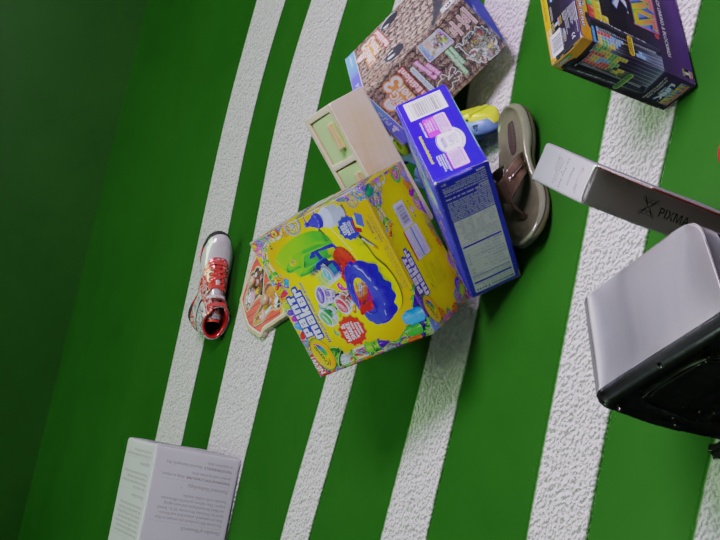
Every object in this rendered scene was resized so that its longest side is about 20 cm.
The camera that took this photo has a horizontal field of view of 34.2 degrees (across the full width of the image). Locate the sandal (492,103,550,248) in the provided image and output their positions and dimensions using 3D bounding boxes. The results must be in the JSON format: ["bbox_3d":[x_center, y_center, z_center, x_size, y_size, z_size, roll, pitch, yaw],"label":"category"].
[{"bbox_3d":[0.189,-0.119,1.483,0.080,0.057,0.203,-39,50,50],"label":"sandal"}]

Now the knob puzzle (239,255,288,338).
[{"bbox_3d":[-0.181,0.026,2.133,0.219,0.030,0.222,-34,49,52],"label":"knob puzzle"}]

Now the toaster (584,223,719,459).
[{"bbox_3d":[0.315,0.065,1.050,0.200,0.179,0.120,-44,39,44],"label":"toaster"}]

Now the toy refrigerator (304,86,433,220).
[{"bbox_3d":[0.009,-0.134,1.567,0.076,0.070,0.201,-20,100,58],"label":"toy refrigerator"}]

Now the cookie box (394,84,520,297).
[{"bbox_3d":[0.123,-0.098,1.463,0.172,0.075,0.201,-111,-1,-46],"label":"cookie box"}]

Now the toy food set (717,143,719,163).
[{"bbox_3d":[0.417,-0.165,1.099,0.197,0.048,0.202,-20,61,58],"label":"toy food set"}]

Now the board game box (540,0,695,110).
[{"bbox_3d":[0.276,-0.292,1.291,0.057,0.164,0.202,-43,43,48],"label":"board game box"}]

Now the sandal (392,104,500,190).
[{"bbox_3d":[0.127,-0.169,1.626,0.199,0.079,0.088,-21,91,52],"label":"sandal"}]

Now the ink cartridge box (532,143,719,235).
[{"bbox_3d":[0.290,-0.056,1.122,0.174,0.198,0.044,41,112,60],"label":"ink cartridge box"}]

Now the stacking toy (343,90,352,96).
[{"bbox_3d":[0.052,-0.285,1.803,0.200,0.085,0.086,-37,46,42],"label":"stacking toy"}]

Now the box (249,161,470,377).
[{"bbox_3d":[0.000,0.000,1.504,0.192,0.122,0.201,-24,98,34],"label":"box"}]

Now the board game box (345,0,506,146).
[{"bbox_3d":[0.086,-0.303,1.631,0.200,0.097,0.160,-43,27,18],"label":"board game box"}]

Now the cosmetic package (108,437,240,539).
[{"bbox_3d":[-0.337,0.416,2.100,0.167,0.165,0.202,-4,73,61],"label":"cosmetic package"}]

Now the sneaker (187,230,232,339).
[{"bbox_3d":[-0.278,0.033,2.272,0.108,0.067,0.203,40,117,58],"label":"sneaker"}]
